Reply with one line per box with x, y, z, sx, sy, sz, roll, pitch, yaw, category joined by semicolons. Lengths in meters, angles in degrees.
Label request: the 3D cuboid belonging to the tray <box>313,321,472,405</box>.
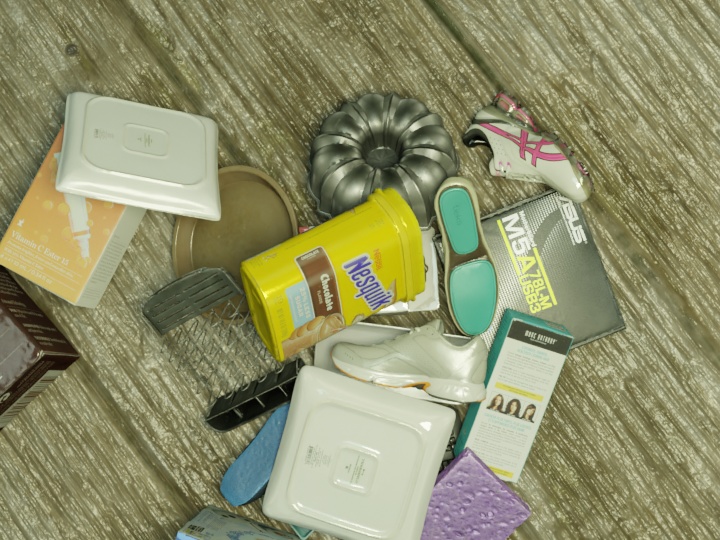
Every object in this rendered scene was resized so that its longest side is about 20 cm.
0.041;0.111;1.463;0.198;0.022;0.108;7;121;2;tray

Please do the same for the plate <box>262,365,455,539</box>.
-0.005;0.236;1.389;0.198;0.032;0.201;17;100;4;plate

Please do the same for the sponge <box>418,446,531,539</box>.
0.104;0.325;1.425;0.111;0.030;0.200;42;102;-6;sponge

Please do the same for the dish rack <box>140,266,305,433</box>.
-0.173;0.094;1.422;0.153;0.055;0.200;-27;114;23;dish rack

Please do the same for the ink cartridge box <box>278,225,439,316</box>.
0.000;0.000;1.469;0.198;0.068;0.118;-4;85;2;ink cartridge box

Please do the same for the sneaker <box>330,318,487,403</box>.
0.063;0.099;1.411;0.198;0.076;0.093;10;92;14;sneaker

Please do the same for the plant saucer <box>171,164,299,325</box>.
-0.155;-0.032;1.460;0.199;0.029;0.202;-1;87;31;plant saucer

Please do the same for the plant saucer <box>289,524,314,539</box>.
-0.021;0.249;1.466;0.200;0.019;0.070;-45;68;1;plant saucer

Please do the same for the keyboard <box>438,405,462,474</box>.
0.100;0.280;1.458;0.103;0.040;0.202;-16;84;0;keyboard

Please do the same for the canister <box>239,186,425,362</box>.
-0.031;0.008;1.341;0.199;0.149;0.087;-26;51;-15;canister

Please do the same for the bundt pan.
0.027;-0.141;1.442;0.200;0.076;0.203;-2;62;3;bundt pan

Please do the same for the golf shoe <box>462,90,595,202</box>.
0.212;-0.138;1.447;0.092;0.073;0.200;-44;52;2;golf shoe

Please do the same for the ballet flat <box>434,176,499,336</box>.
0.129;-0.021;1.413;0.069;0.070;0.202;-8;108;1;ballet flat

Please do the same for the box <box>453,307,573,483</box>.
0.187;0.155;1.427;0.082;0.049;0.201;18;102;-8;box

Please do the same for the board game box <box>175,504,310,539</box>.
-0.112;0.345;1.379;0.198;0.200;0.044;18;88;4;board game box

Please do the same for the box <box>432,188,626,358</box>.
0.213;0.015;1.468;0.192;0.048;0.201;-20;89;3;box

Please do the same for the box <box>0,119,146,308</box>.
-0.357;-0.069;1.474;0.124;0.097;0.201;26;87;4;box

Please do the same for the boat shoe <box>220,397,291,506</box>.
-0.096;0.214;1.459;0.199;0.069;0.084;-37;75;3;boat shoe

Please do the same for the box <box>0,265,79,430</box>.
-0.490;0.088;1.432;0.166;0.164;0.200;-43;85;-2;box

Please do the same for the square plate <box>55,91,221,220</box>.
-0.267;-0.149;1.420;0.197;0.201;0.029;10;130;-18;square plate
